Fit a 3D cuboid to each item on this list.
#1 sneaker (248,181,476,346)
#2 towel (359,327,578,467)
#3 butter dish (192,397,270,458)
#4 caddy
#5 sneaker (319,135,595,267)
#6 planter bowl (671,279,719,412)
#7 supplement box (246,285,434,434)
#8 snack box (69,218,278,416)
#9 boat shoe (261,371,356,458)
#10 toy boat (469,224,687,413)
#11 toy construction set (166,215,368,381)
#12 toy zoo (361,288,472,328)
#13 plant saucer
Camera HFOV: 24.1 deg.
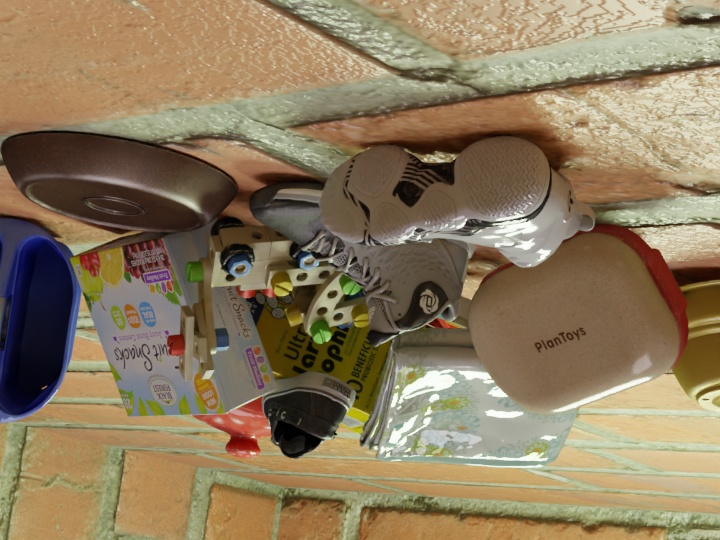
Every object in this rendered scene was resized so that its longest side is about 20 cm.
[{"bbox_3d":[0.000,0.000,1.380,0.199,0.116,0.075,12,167,-18],"label":"sneaker"},{"bbox_3d":[0.108,0.119,1.554,0.198,0.048,0.172,1,142,-11],"label":"towel"},{"bbox_3d":[-0.138,0.162,2.121,0.198,0.149,0.200,14,167,-21],"label":"butter dish"},{"bbox_3d":[-0.349,0.047,1.663,0.140,0.202,0.105,9,-175,0],"label":"caddy"},{"bbox_3d":[0.072,-0.043,1.235,0.199,0.076,0.115,-6,159,37],"label":"sneaker"},{"bbox_3d":[0.346,0.078,1.513,0.199,0.084,0.201,1,159,1],"label":"planter bowl"},{"bbox_3d":[-0.043,0.074,1.664,0.199,0.109,0.109,24,164,-11],"label":"supplement box"},{"bbox_3d":[-0.176,0.047,1.567,0.067,0.170,0.200,-24,-171,-32],"label":"snack box"},{"bbox_3d":[-0.056,0.144,1.590,0.070,0.067,0.200,26,162,-14],"label":"boat shoe"},{"bbox_3d":[0.188,0.030,1.392,0.199,0.131,0.131,-25,-174,43],"label":"toy boat"},{"bbox_3d":[-0.080,0.018,1.458,0.199,0.092,0.132,-17,140,-30],"label":"toy construction set"},{"bbox_3d":[0.076,0.036,1.592,0.199,0.021,0.131,22,172,15],"label":"toy zoo"},{"bbox_3d":[-0.202,-0.067,1.404,0.199,0.035,0.200,7,168,1],"label":"plant saucer"}]
